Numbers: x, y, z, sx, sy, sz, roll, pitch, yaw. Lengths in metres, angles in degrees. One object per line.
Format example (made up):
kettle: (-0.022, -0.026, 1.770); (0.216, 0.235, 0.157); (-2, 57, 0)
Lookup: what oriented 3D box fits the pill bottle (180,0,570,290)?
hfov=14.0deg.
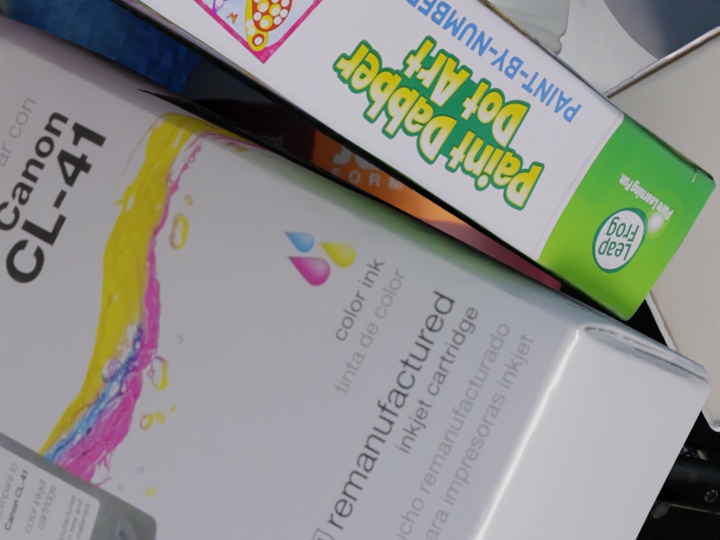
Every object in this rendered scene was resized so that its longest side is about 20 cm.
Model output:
pill bottle: (0.000, 0.000, 0.814); (0.114, 0.114, 0.201); (8, 89, -36)

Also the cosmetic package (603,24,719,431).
cosmetic package: (0.150, -0.013, 0.852); (0.200, 0.087, 0.104); (9, 56, -63)

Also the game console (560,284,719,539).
game console: (0.099, 0.060, 0.950); (0.200, 0.116, 0.176); (13, 116, -35)

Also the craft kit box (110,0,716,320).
craft kit box: (-0.044, -0.078, 0.662); (0.197, 0.200, 0.049); (27, 95, -48)

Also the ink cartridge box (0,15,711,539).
ink cartridge box: (-0.039, 0.042, 0.714); (0.086, 0.200, 0.148); (20, 96, -62)

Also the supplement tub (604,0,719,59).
supplement tub: (0.180, -0.134, 0.922); (0.200, 0.132, 0.132); (-11, 100, -35)
